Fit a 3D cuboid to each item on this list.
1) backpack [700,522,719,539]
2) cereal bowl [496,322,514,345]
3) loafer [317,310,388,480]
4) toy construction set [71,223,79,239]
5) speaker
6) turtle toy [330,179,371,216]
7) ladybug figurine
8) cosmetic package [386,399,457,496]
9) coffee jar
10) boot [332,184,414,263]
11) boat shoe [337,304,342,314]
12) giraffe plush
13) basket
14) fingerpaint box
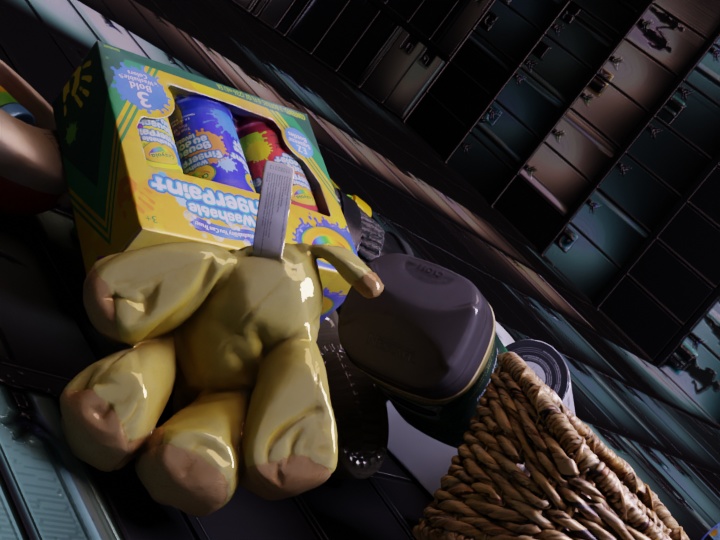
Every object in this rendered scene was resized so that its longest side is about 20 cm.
[{"bbox_3d":[0.400,0.339,1.023,0.199,0.184,0.134,34,-2,44],"label":"backpack"},{"bbox_3d":[0.121,0.090,1.269,0.199,0.084,0.200,37,12,-9],"label":"cereal bowl"},{"bbox_3d":[-0.040,0.079,0.856,0.075,0.067,0.202,6,52,-42],"label":"loafer"},{"bbox_3d":[-0.151,-0.042,0.892,0.197,0.094,0.131,13,17,-18],"label":"toy construction set"},{"bbox_3d":[0.175,0.145,1.078,0.081,0.081,0.201,46,-9,29],"label":"speaker"},{"bbox_3d":[-0.065,-0.064,1.217,0.145,0.101,0.200,37,12,-20],"label":"turtle toy"},{"bbox_3d":[-0.281,-0.107,0.794,0.200,0.072,0.135,43,13,14],"label":"ladybug figurine"},{"bbox_3d":[0.114,0.189,0.971,0.200,0.052,0.150,44,11,21],"label":"cosmetic package"},{"bbox_3d":[0.055,0.063,0.785,0.103,0.086,0.200,22,-14,23],"label":"coffee jar"},{"bbox_3d":[-0.002,0.001,0.978,0.157,0.079,0.212,40,12,-38],"label":"boot"},{"bbox_3d":[-0.062,0.020,1.031,0.200,0.072,0.069,46,9,-17],"label":"boat shoe"},{"bbox_3d":[-0.087,0.052,0.675,0.170,0.202,0.162,26,-20,-4],"label":"giraffe plush"},{"bbox_3d":[0.159,0.163,0.701,0.200,0.150,0.142,44,-25,-27],"label":"basket"},{"bbox_3d":[-0.108,-0.057,0.788,0.198,0.073,0.169,14,46,-42],"label":"fingerpaint box"}]
